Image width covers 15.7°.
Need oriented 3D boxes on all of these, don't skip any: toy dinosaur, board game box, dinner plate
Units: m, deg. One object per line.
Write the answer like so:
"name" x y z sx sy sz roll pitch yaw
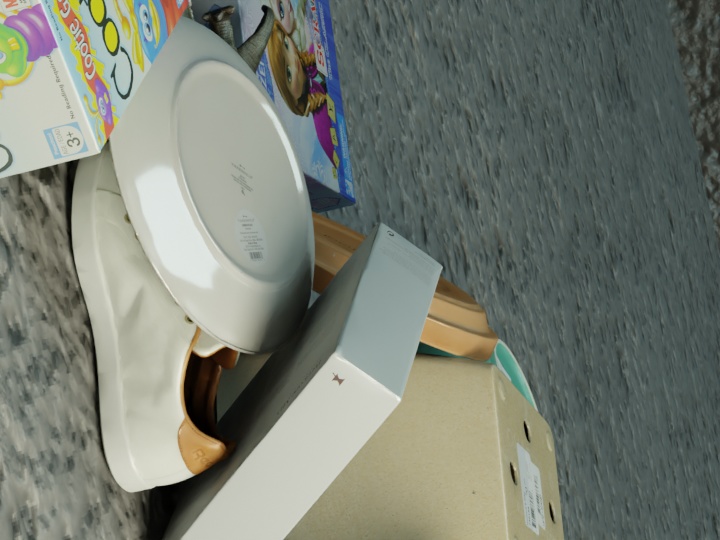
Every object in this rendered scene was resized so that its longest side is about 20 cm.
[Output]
"toy dinosaur" -0.097 -0.100 1.637 0.200 0.076 0.103 -81 164 -54
"board game box" -0.065 -0.156 1.801 0.199 0.041 0.201 26 54 -69
"dinner plate" -0.075 -0.052 1.465 0.200 0.024 0.201 37 44 -47
"board game box" -0.171 -0.135 1.343 0.200 0.102 0.105 -70 144 -60

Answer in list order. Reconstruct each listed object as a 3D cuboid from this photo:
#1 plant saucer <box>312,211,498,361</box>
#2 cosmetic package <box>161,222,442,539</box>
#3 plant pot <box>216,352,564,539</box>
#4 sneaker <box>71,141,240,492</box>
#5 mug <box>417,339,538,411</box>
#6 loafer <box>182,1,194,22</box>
"plant saucer" 0.000 0.000 1.679 0.032 0.199 0.200 -64 162 5
"cosmetic package" -0.037 0.087 1.483 0.052 0.200 0.151 35 30 -7
"plant pot" 0.029 0.158 1.666 0.200 0.176 0.201 48 34 -60
"sneaker" -0.109 0.019 1.475 0.073 0.084 0.201 16 62 -69
"mug" 0.070 0.124 1.865 0.186 0.114 0.152 66 13 -2
"loafer" -0.105 -0.079 1.535 0.069 0.075 0.201 -13 96 -39
